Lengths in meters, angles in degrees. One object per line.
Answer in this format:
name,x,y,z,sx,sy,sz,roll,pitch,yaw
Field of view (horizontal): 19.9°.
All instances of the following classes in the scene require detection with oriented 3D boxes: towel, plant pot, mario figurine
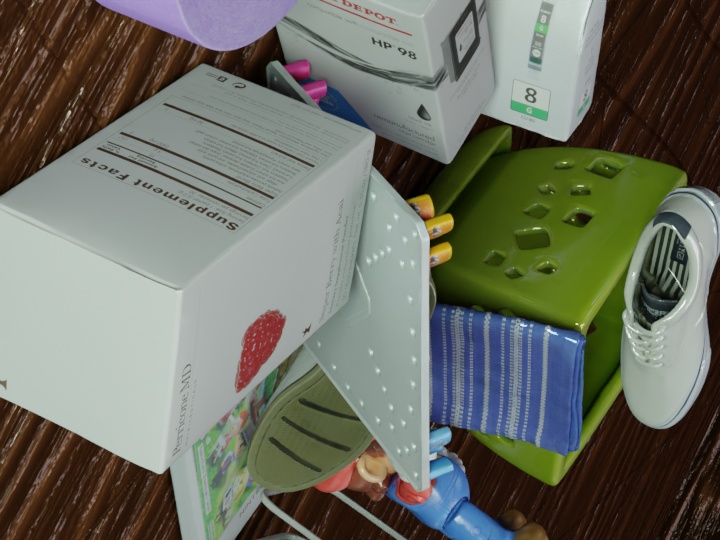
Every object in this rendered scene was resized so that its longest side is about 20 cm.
towel,0.065,0.073,1.496,0.145,0.200,0.024,86,18,-52
plant pot,0.127,0.014,1.615,0.199,0.181,0.200,-51,155,-38
mario figurine,0.052,0.140,1.499,0.123,0.200,0.106,-37,-157,48

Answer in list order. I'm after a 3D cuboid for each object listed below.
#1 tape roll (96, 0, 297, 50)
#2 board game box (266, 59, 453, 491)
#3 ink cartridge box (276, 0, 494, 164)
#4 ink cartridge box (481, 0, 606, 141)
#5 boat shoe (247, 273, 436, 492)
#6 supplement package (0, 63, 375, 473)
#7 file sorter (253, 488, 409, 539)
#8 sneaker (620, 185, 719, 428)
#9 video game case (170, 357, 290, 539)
tape roll,-0.066,-0.215,1.030,0.200,0.066,0.200,-51,156,-35
board game box,0.000,0.000,1.236,0.026,0.200,0.200,-18,131,-20
ink cartridge box,0.009,-0.159,1.212,0.067,0.116,0.200,-57,158,-21
ink cartridge box,0.073,-0.189,1.278,0.050,0.161,0.200,-55,158,-38
boat shoe,-0.012,0.064,1.398,0.200,0.075,0.068,-54,-160,22
supplement package,-0.096,-0.006,1.102,0.200,0.120,0.121,-42,149,-49
file sorter,-0.050,0.269,1.493,0.200,0.124,0.139,-61,162,10
sneaker,0.220,0.034,1.526,0.071,0.073,0.200,-29,130,-47
video game case,-0.072,0.091,1.422,0.182,0.022,0.200,-54,157,-32
